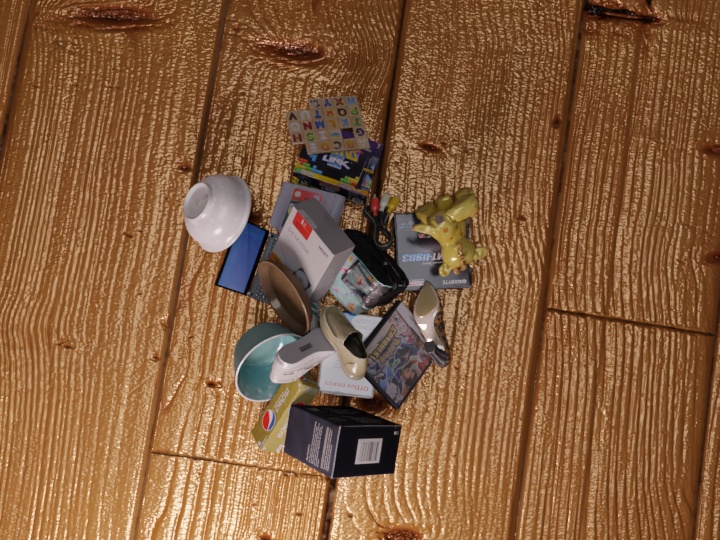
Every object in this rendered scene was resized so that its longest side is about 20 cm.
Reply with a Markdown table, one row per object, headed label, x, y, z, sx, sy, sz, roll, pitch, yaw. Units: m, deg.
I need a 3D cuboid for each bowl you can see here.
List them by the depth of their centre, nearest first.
| label | x | y | z | sx | sy | sz | roll | pitch | yaw |
| --- | --- | --- | --- | --- | --- | --- | --- | --- | --- |
| bowl | -0.368 | -0.153 | 1.444 | 0.198 | 0.090 | 0.205 | -12 | 68 | 33 |
| bowl | -0.230 | 0.208 | 1.447 | 0.200 | 0.201 | 0.105 | -42 | 47 | -5 |

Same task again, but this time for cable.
| label | x | y | z | sx | sy | sz | roll | pitch | yaw |
| --- | --- | --- | --- | --- | --- | --- | --- | --- | --- |
| cable | 0.045 | -0.129 | 1.487 | 0.095 | 0.202 | 0.051 | -1 | 130 | 12 |

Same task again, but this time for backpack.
| label | x | y | z | sx | sy | sz | roll | pitch | yaw |
| --- | --- | --- | --- | --- | --- | --- | --- | --- | --- |
| backpack | 0.000 | 0.000 | 1.463 | 0.153 | 0.175 | 0.201 | -41 | 76 | 26 |

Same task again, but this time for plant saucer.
| label | x | y | z | sx | sy | sz | roll | pitch | yaw |
| --- | --- | --- | --- | --- | --- | --- | --- | --- | --- |
| plant saucer | -0.175 | 0.061 | 1.409 | 0.029 | 0.200 | 0.202 | -32 | 88 | -27 |

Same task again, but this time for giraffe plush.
| label | x | y | z | sx | sy | sz | roll | pitch | yaw |
| --- | --- | --- | --- | --- | --- | --- | --- | --- | --- |
| giraffe plush | 0.229 | -0.084 | 1.448 | 0.170 | 0.201 | 0.164 | -17 | 113 | 27 |

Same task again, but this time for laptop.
| label | x | y | z | sx | sy | sz | roll | pitch | yaw |
| --- | --- | --- | --- | --- | --- | --- | --- | --- | --- |
| laptop | -0.235 | -0.010 | 1.487 | 0.197 | 0.103 | 0.180 | 20 | 86 | -1 |

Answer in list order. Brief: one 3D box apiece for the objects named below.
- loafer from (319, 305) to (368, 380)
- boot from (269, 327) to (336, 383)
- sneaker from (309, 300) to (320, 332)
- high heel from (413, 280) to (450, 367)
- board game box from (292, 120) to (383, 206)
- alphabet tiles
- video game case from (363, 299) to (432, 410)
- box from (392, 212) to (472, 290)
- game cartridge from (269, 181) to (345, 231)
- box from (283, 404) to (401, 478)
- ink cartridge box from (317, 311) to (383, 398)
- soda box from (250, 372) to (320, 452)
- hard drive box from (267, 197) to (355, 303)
| label | x | y | z | sx | sy | sz | roll | pitch | yaw |
| --- | --- | --- | --- | --- | --- | --- | --- | --- | --- |
| loafer | -0.031 | 0.156 | 1.386 | 0.075 | 0.069 | 0.201 | -4 | 51 | -40 |
| boot | -0.129 | 0.203 | 1.406 | 0.198 | 0.096 | 0.074 | -14 | 58 | -39 |
| sneaker | -0.122 | 0.087 | 1.503 | 0.092 | 0.070 | 0.203 | -25 | 96 | -23 |
| high heel | 0.188 | 0.140 | 1.499 | 0.070 | 0.143 | 0.203 | -11 | 60 | 21 |
| board game box | -0.056 | -0.275 | 1.510 | 0.197 | 0.057 | 0.168 | 17 | 67 | -2 |
| alphabet tiles | -0.087 | -0.374 | 1.514 | 0.196 | 0.008 | 0.170 | -8 | 68 | -14 |
| video game case | 0.093 | 0.209 | 1.470 | 0.181 | 0.025 | 0.201 | 48 | 68 | -21 |
| box | 0.186 | -0.050 | 1.538 | 0.196 | 0.050 | 0.203 | -2 | 86 | -2 |
| game cartridge | -0.139 | -0.141 | 1.484 | 0.198 | 0.041 | 0.135 | 16 | 89 | 32 |
| box | -0.043 | 0.395 | 1.386 | 0.195 | 0.198 | 0.120 | 13 | 86 | -40 |
| ink cartridge box | -0.027 | 0.210 | 1.492 | 0.142 | 0.085 | 0.204 | 8 | 84 | -2 |
| soda box | -0.185 | 0.344 | 1.452 | 0.064 | 0.068 | 0.202 | 25 | 102 | -43 |
| hard drive box | -0.120 | -0.040 | 1.384 | 0.076 | 0.201 | 0.156 | -25 | 66 | -43 |
